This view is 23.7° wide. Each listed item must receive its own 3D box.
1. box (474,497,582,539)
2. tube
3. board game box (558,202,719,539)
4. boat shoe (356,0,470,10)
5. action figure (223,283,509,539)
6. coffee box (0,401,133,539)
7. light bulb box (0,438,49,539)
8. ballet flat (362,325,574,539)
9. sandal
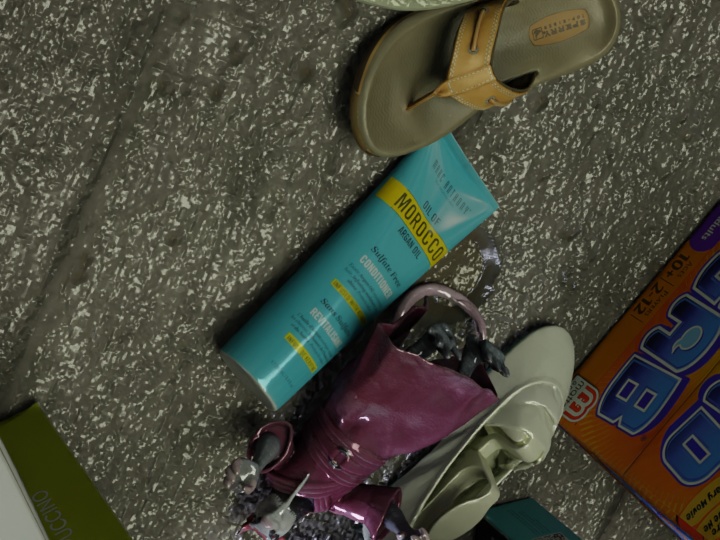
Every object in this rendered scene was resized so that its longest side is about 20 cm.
[{"bbox_3d":[0.116,0.272,1.227,0.049,0.082,0.201,-9,116,-28],"label":"box"},{"bbox_3d":[0.000,0.000,1.065,0.200,0.050,0.078,-45,128,-13],"label":"tube"},{"bbox_3d":[0.294,0.114,1.186,0.200,0.200,0.200,-49,126,-2],"label":"board game box"},{"bbox_3d":[0.055,-0.196,0.998,0.198,0.062,0.075,-5,120,-11],"label":"boat shoe"},{"bbox_3d":[-0.011,0.099,1.082,0.134,0.149,0.200,39,109,-24],"label":"action figure"},{"bbox_3d":[-0.202,0.233,0.953,0.199,0.200,0.199,-28,122,-16],"label":"coffee box"},{"bbox_3d":[-0.279,0.119,0.858,0.197,0.200,0.125,-28,122,-16],"label":"light bulb box"},{"bbox_3d":[0.086,0.126,1.154,0.200,0.069,0.069,-46,126,-5],"label":"ballet flat"},{"bbox_3d":[0.082,-0.129,1.039,0.199,0.054,0.081,-23,112,-20],"label":"sandal"}]
